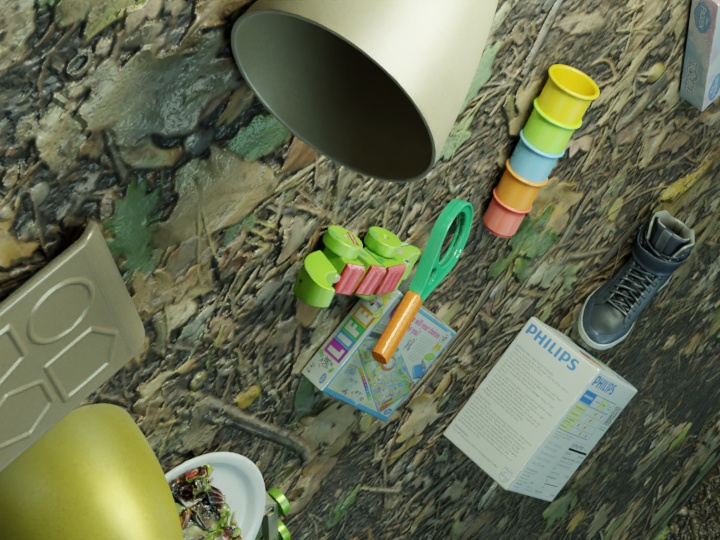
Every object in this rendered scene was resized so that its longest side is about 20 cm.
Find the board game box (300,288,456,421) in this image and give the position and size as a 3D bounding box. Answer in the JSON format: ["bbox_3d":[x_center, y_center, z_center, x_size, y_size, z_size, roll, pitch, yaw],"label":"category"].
[{"bbox_3d":[0.024,0.090,1.793,0.135,0.034,0.200,-51,154,2],"label":"board game box"}]

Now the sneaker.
[{"bbox_3d":[0.372,0.007,2.170,0.202,0.077,0.147,-46,167,-31],"label":"sneaker"}]

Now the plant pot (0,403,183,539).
[{"bbox_3d":[-0.238,0.242,1.454,0.200,0.142,0.201,-38,152,-24],"label":"plant pot"}]

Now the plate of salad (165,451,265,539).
[{"bbox_3d":[-0.173,0.281,1.682,0.199,0.048,0.201,-25,132,-31],"label":"plate of salad"}]

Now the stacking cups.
[{"bbox_3d":[0.186,-0.126,1.748,0.060,0.061,0.201,-18,145,-47],"label":"stacking cups"}]

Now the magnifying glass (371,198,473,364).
[{"bbox_3d":[0.067,0.010,1.709,0.201,0.022,0.080,-61,159,-22],"label":"magnifying glass"}]

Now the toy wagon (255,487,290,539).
[{"bbox_3d":[-0.148,0.331,1.836,0.155,0.040,0.201,-36,152,-26],"label":"toy wagon"}]

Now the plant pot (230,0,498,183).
[{"bbox_3d":[0.030,-0.205,1.272,0.201,0.186,0.188,-55,158,-23],"label":"plant pot"}]

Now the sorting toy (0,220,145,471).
[{"bbox_3d":[-0.267,0.070,1.309,0.200,0.036,0.186,-46,155,-19],"label":"sorting toy"}]

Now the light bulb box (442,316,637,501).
[{"bbox_3d":[0.245,0.190,2.174,0.201,0.125,0.198,-53,153,5],"label":"light bulb box"}]

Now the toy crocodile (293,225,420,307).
[{"bbox_3d":[0.000,0.000,1.601,0.199,0.062,0.068,-3,128,-57],"label":"toy crocodile"}]

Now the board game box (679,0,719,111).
[{"bbox_3d":[0.470,-0.319,1.944,0.199,0.043,0.201,-41,153,-19],"label":"board game box"}]
